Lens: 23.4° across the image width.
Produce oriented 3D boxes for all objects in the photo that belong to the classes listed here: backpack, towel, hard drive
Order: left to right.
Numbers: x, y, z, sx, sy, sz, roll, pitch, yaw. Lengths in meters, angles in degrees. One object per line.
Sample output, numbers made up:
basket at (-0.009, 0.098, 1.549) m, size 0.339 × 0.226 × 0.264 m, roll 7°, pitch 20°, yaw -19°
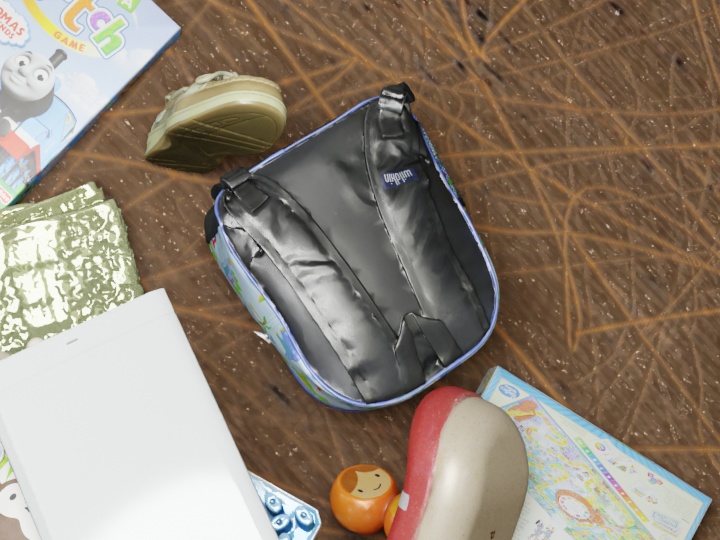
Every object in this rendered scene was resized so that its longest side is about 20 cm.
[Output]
towel at (-0.225, 0.047, 1.290) m, size 0.147 × 0.036 × 0.202 m, roll -18°, pitch 92°, yaw -13°
hard drive at (-0.140, 0.126, 1.071) m, size 0.131 × 0.026 × 0.201 m, roll -24°, pitch 72°, yaw -8°
backpack at (0.000, 0.000, 1.285) m, size 0.182 × 0.147 × 0.201 m, roll -30°, pitch 84°, yaw -13°

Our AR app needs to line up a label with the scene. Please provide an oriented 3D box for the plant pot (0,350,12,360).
plant pot at (-0.320, 0.136, 1.177) m, size 0.199 × 0.183 × 0.203 m, roll -10°, pitch 104°, yaw -41°

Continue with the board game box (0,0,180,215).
board game box at (-0.258, -0.163, 1.322) m, size 0.151 × 0.037 × 0.200 m, roll 43°, pitch 77°, yaw -2°

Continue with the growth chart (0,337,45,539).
growth chart at (-0.192, 0.151, 1.086) m, size 0.144 × 0.018 × 0.201 m, roll 19°, pitch 72°, yaw 7°

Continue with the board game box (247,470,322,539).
board game box at (-0.156, 0.192, 1.095) m, size 0.199 × 0.026 × 0.201 m, roll 28°, pitch 76°, yaw 10°

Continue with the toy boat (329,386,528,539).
toy boat at (0.036, 0.178, 1.260) m, size 0.130 × 0.130 × 0.202 m, roll 21°, pitch 97°, yaw 27°

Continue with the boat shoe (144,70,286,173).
boat shoe at (-0.105, -0.118, 1.259) m, size 0.073 × 0.200 × 0.064 m, roll 12°, pitch 79°, yaw -18°

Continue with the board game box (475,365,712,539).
board game box at (0.154, 0.183, 1.343) m, size 0.199 × 0.034 × 0.135 m, roll 32°, pitch 78°, yaw -4°
